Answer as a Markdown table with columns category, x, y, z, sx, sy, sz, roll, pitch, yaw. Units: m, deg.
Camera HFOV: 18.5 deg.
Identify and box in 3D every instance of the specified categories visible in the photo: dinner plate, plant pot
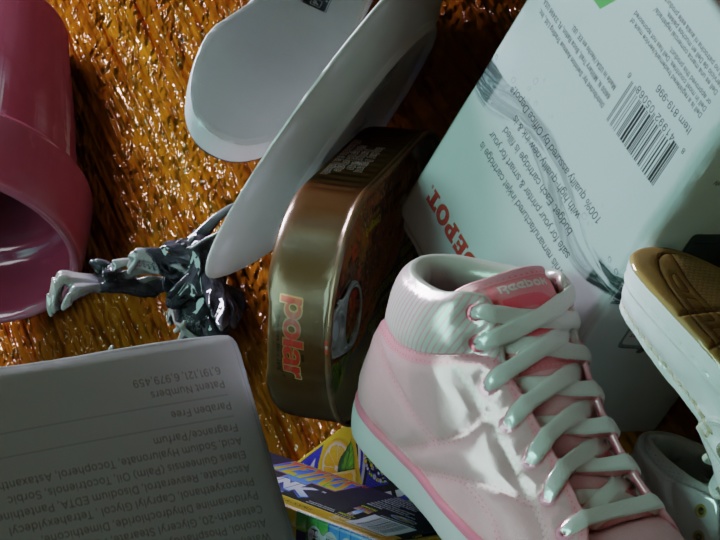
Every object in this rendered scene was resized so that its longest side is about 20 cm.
| category | x | y | z | sx | sy | sz | roll | pitch | yaw |
| --- | --- | --- | --- | --- | --- | --- | --- | --- | --- |
| dinner plate | -0.009 | -0.072 | 1.093 | 0.024 | 0.200 | 0.200 | 35 | 121 | 5 |
| plant pot | -0.265 | -0.088 | 1.438 | 0.200 | 0.200 | 0.179 | -35 | 41 | 47 |

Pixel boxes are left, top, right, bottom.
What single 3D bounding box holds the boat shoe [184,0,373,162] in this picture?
| category | x | y | z | sx | sy | sz | roll | pitch | yaw |
| --- | --- | --- | --- | --- | --- | --- | --- | --- | --- |
| boat shoe | -0.041 | -0.115 | 1.147 | 0.066 | 0.072 | 0.200 | 117 | 176 | -47 |

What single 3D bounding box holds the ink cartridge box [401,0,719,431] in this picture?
| category | x | y | z | sx | sy | sz | roll | pitch | yaw |
| --- | --- | --- | --- | --- | --- | --- | --- | --- | --- |
| ink cartridge box | 0.117 | -0.048 | 0.956 | 0.200 | 0.083 | 0.147 | -58 | 42 | 32 |

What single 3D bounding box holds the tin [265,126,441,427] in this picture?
| category | x | y | z | sx | sy | sz | roll | pitch | yaw |
| --- | --- | --- | --- | --- | --- | --- | --- | --- | --- |
| tin | 0.000 | 0.000 | 1.040 | 0.042 | 0.200 | 0.112 | 4 | 109 | 16 |

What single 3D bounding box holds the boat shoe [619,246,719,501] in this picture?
| category | x | y | z | sx | sy | sz | roll | pitch | yaw |
| --- | --- | --- | --- | --- | --- | --- | --- | --- | --- |
| boat shoe | 0.162 | 0.075 | 0.845 | 0.200 | 0.071 | 0.069 | 49 | 127 | 25 |

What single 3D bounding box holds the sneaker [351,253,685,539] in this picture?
| category | x | y | z | sx | sy | sz | roll | pitch | yaw |
| --- | --- | --- | --- | --- | --- | --- | --- | --- | --- |
| sneaker | 0.070 | 0.062 | 0.879 | 0.200 | 0.075 | 0.105 | 39 | 125 | 43 |

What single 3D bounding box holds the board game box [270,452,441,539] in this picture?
| category | x | y | z | sx | sy | sz | roll | pitch | yaw |
| --- | --- | --- | --- | --- | --- | --- | --- | --- | --- |
| board game box | -0.034 | 0.179 | 1.047 | 0.200 | 0.057 | 0.166 | 14 | 107 | 49 |

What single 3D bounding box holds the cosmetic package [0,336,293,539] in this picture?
| category | x | y | z | sx | sy | sz | roll | pitch | yaw |
| --- | --- | --- | --- | --- | --- | --- | --- | --- | --- |
| cosmetic package | -0.135 | 0.155 | 0.981 | 0.167 | 0.166 | 0.201 | -32 | 71 | 48 |

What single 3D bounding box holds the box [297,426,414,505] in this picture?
| category | x | y | z | sx | sy | sz | roll | pitch | yaw |
| --- | --- | --- | --- | --- | --- | --- | --- | --- | --- |
| box | 0.004 | 0.122 | 1.097 | 0.200 | 0.070 | 0.064 | -41 | 56 | 44 |

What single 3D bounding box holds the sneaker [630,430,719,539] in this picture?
| category | x | y | z | sx | sy | sz | roll | pitch | yaw |
| --- | --- | --- | --- | --- | --- | --- | --- | --- | --- |
| sneaker | 0.148 | 0.148 | 0.885 | 0.200 | 0.073 | 0.116 | 52 | 128 | 47 |

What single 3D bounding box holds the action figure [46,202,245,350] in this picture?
| category | x | y | z | sx | sy | sz | roll | pitch | yaw |
| --- | --- | --- | --- | --- | --- | --- | --- | --- | --- |
| action figure | -0.127 | 0.046 | 1.277 | 0.200 | 0.102 | 0.119 | -68 | 26 | 22 |
